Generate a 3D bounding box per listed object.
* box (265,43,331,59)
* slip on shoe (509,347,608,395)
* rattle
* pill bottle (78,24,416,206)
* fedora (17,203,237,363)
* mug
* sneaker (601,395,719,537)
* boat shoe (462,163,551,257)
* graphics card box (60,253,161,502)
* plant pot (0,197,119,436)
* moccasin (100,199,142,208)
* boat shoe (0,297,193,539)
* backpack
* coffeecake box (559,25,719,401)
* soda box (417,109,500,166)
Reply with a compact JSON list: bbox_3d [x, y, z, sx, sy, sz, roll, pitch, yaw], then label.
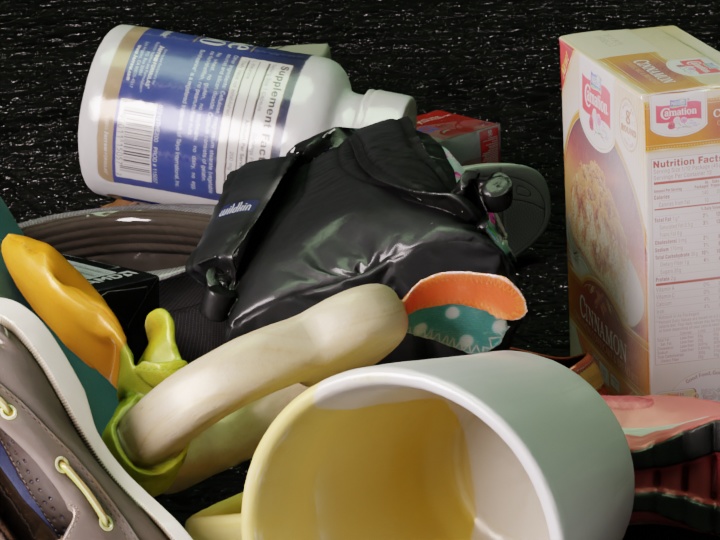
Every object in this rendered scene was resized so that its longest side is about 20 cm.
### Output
[{"bbox_3d":[-0.065,-0.119,1.777,0.068,0.083,0.200,-2,16,7],"label":"box"},{"bbox_3d":[0.047,0.063,1.220,0.199,0.062,0.074,6,22,31],"label":"slip on shoe"},{"bbox_3d":[-0.042,0.009,1.031,0.199,0.130,0.143,-33,58,9],"label":"rattle"},{"bbox_3d":[-0.069,-0.086,1.416,0.198,0.112,0.111,11,20,10],"label":"pill bottle"},{"bbox_3d":[-0.135,0.021,1.334,0.198,0.091,0.177,0,17,20],"label":"fedora"},{"bbox_3d":[0.033,0.094,0.989,0.186,0.150,0.153,27,21,21],"label":"mug"},{"bbox_3d":[0.130,0.097,1.116,0.198,0.074,0.087,5,5,14],"label":"sneaker"},{"bbox_3d":[0.033,-0.027,1.486,0.201,0.075,0.065,-20,22,-21],"label":"boat shoe"},{"bbox_3d":[-0.190,0.050,1.196,0.199,0.127,0.051,12,16,39],"label":"graphics card box"},{"bbox_3d":[-0.215,0.087,1.021,0.141,0.142,0.200,-24,20,18],"label":"plant pot"},{"bbox_3d":[-0.132,-0.044,1.511,0.200,0.078,0.074,-15,-3,21],"label":"moccasin"},{"bbox_3d":[-0.122,0.108,0.938,0.072,0.201,0.059,-33,-1,42],"label":"boat shoe"},{"bbox_3d":[0.000,0.000,1.167,0.165,0.128,0.200,-15,21,1],"label":"backpack"},{"bbox_3d":[0.164,-0.018,1.218,0.072,0.202,0.154,-6,18,-9],"label":"coffeecake box"},{"bbox_3d":[0.009,-0.061,1.607,0.199,0.064,0.070,-17,23,-38],"label":"soda box"}]
